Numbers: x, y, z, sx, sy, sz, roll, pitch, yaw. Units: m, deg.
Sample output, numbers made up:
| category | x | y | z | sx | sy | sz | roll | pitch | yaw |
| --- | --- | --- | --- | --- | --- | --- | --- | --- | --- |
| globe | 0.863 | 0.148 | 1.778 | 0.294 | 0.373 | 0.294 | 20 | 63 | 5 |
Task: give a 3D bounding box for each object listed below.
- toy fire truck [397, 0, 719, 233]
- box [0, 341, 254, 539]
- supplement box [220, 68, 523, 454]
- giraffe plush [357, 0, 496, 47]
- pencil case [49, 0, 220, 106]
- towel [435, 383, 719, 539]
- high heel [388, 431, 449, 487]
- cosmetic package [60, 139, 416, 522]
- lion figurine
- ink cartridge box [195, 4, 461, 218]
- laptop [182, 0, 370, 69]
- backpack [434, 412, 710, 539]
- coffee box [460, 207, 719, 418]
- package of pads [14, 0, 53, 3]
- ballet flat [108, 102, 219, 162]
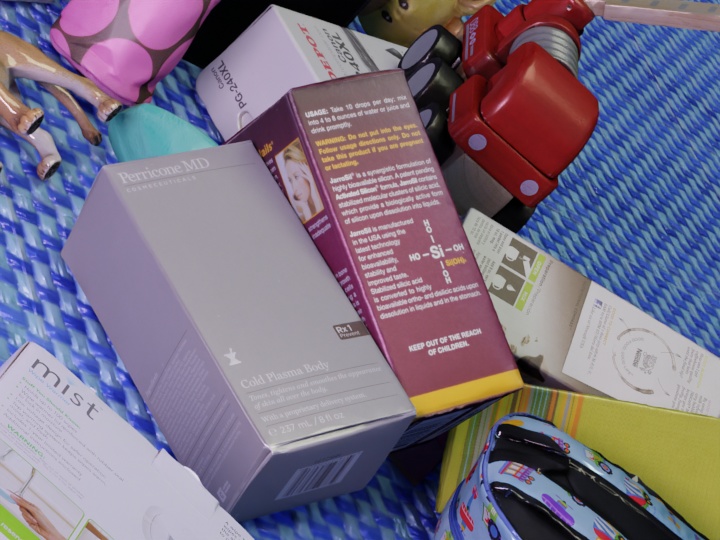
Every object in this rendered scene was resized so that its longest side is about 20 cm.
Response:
| category | x | y | z | sx | sy | sz | roll | pitch | yaw |
| --- | --- | --- | --- | --- | --- | --- | --- | --- | --- |
| toy fire truck | 0.135 | -0.127 | 1.712 | 0.129 | 0.200 | 0.176 | 40 | 26 | -19 |
| box | -0.126 | 0.155 | 1.161 | 0.200 | 0.097 | 0.176 | 43 | 23 | -7 |
| supplement box | 0.000 | 0.000 | 1.495 | 0.086 | 0.110 | 0.200 | -13 | 77 | -34 |
| giraffe plush | 0.020 | -0.233 | 1.964 | 0.200 | 0.173 | 0.162 | 14 | 48 | -23 |
| pencil case | -0.106 | -0.196 | 1.637 | 0.091 | 0.200 | 0.094 | 41 | 4 | 1 |
| towel | 0.146 | 0.118 | 1.555 | 0.200 | 0.086 | 0.018 | 10 | 9 | -12 |
| high heel | 0.107 | 0.139 | 1.571 | 0.200 | 0.096 | 0.067 | 43 | 32 | -4 |
| cosmetic package | -0.070 | 0.032 | 1.435 | 0.107 | 0.090 | 0.200 | -14 | 62 | -36 |
| lion figurine | -0.221 | -0.109 | 1.481 | 0.122 | 0.072 | 0.200 | 40 | 8 | 10 |
| ink cartridge box | 0.002 | -0.086 | 1.776 | 0.200 | 0.083 | 0.145 | 11 | 43 | -55 |
| laptop | -0.083 | -0.240 | 1.754 | 0.200 | 0.187 | 0.116 | 44 | 17 | 4 |
| backpack | 0.117 | 0.187 | 1.468 | 0.200 | 0.135 | 0.183 | 43 | 24 | -9 |
| coffee box | 0.118 | 0.062 | 1.627 | 0.200 | 0.113 | 0.080 | 30 | 58 | -6 |
| package of pads | -0.208 | -0.236 | 1.575 | 0.068 | 0.155 | 0.200 | 50 | 24 | 15 |
| ballet flat | -0.082 | -0.018 | 1.558 | 0.200 | 0.067 | 0.070 | 43 | 40 | -2 |
